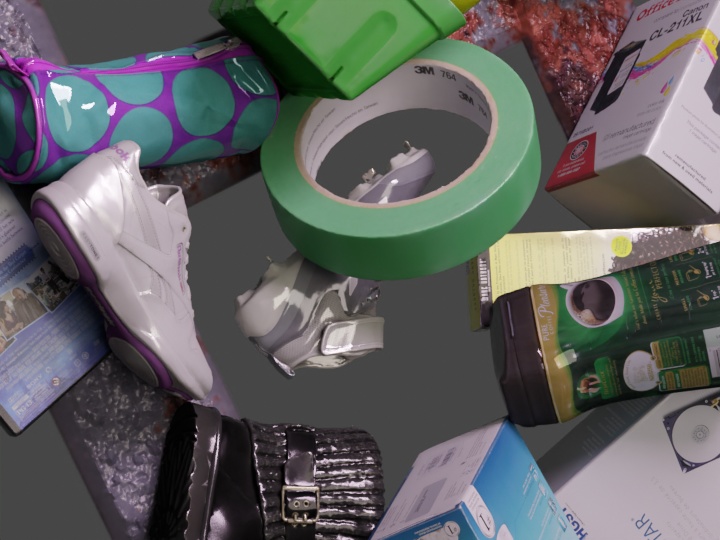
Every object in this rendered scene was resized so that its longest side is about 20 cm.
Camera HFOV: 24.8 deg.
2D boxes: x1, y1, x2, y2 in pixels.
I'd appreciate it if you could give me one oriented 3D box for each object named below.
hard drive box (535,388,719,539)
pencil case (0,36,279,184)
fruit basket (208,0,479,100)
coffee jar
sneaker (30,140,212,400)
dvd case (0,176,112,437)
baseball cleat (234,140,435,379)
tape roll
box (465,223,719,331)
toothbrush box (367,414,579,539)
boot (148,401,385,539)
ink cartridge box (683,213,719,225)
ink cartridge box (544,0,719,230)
[{"bbox_3d":[0.244,0.167,1.278,0.200,0.077,0.156,-42,104,0],"label":"hard drive box"},{"bbox_3d":[-0.157,-0.113,1.120,0.199,0.085,0.093,-14,132,-37],"label":"pencil case"},{"bbox_3d":[0.012,-0.215,1.128,0.155,0.215,0.216,43,66,-17],"label":"fruit basket"},{"bbox_3d":[0.194,0.048,1.196,0.198,0.105,0.086,-12,128,8],"label":"coffee jar"},{"bbox_3d":[-0.136,0.004,1.097,0.100,0.075,0.201,-45,130,-24],"label":"sneaker"},{"bbox_3d":[-0.245,-0.009,1.110,0.143,0.018,0.201,-43,105,-26],"label":"dvd case"},{"bbox_3d":[0.000,0.000,1.211,0.200,0.070,0.107,-42,89,-16],"label":"baseball cleat"},{"bbox_3d":[0.028,-0.084,1.174,0.201,0.199,0.048,-47,145,-25],"label":"tape roll"},{"bbox_3d":[0.184,0.006,1.284,0.198,0.050,0.076,-4,84,-5],"label":"box"},{"bbox_3d":[0.104,0.230,1.168,0.201,0.085,0.146,59,26,-10],"label":"toothbrush box"},{"bbox_3d":[-0.066,0.202,1.144,0.157,0.079,0.213,16,75,-26],"label":"boot"},{"bbox_3d":[0.352,-0.107,1.419,0.136,0.076,0.201,36,66,-20],"label":"ink cartridge box"},{"bbox_3d":[0.254,-0.135,1.327,0.083,0.145,0.201,35,68,-17],"label":"ink cartridge box"}]
